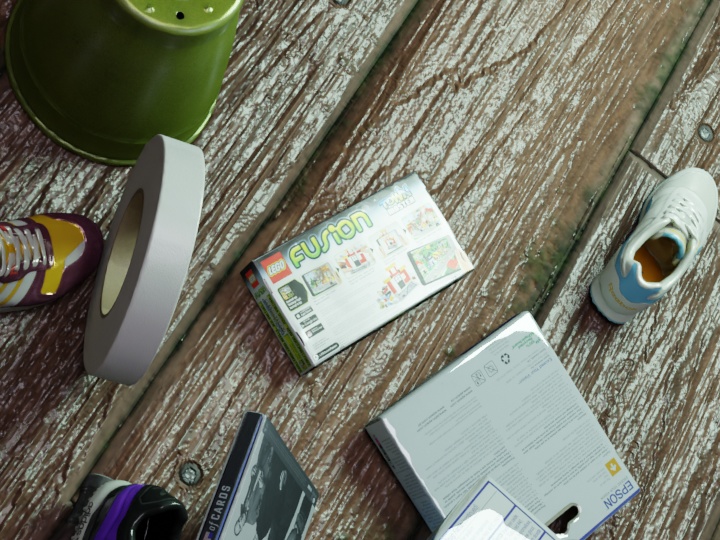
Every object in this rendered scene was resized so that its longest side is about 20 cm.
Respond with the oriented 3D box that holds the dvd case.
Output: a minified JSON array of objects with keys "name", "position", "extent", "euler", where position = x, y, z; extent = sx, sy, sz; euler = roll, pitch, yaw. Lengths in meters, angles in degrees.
[{"name":"dvd case","position":[-0.093,0.236,1.277],"extent":[0.024,0.151,0.202],"euler":[8,61,23]}]

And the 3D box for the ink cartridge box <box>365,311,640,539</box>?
[{"name":"ink cartridge box","position":[0.131,0.170,1.455],"extent":[0.195,0.043,0.201],"euler":[-32,90,-30]}]

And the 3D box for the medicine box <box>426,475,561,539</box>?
[{"name":"medicine box","position":[0.112,0.302,1.285],"extent":[0.200,0.183,0.103],"euler":[41,41,8]}]

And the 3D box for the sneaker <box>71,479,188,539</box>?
[{"name":"sneaker","position":[-0.178,0.252,1.180],"extent":[0.069,0.099,0.202],"euler":[33,63,-43]}]

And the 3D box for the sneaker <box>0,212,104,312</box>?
[{"name":"sneaker","position":[-0.292,-0.007,1.293],"extent":[0.198,0.090,0.076],"euler":[-20,81,-29]}]

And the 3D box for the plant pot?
[{"name":"plant pot","position":[-0.185,-0.220,1.361],"extent":[0.198,0.193,0.203],"euler":[9,68,-22]}]

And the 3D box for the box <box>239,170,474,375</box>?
[{"name":"box","position":[0.000,0.000,1.458],"extent":[0.199,0.035,0.111],"euler":[-29,85,-30]}]

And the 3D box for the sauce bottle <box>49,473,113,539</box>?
[{"name":"sauce bottle","position":[-0.236,0.255,1.241],"extent":[0.066,0.066,0.201],"euler":[31,60,-12]}]

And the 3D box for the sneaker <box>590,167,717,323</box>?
[{"name":"sneaker","position":[0.308,-0.032,1.587],"extent":[0.076,0.081,0.200],"euler":[41,59,-4]}]

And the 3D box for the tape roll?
[{"name":"tape roll","position":[-0.175,-0.010,1.286],"extent":[0.037,0.203,0.205],"euler":[16,65,-18]}]
